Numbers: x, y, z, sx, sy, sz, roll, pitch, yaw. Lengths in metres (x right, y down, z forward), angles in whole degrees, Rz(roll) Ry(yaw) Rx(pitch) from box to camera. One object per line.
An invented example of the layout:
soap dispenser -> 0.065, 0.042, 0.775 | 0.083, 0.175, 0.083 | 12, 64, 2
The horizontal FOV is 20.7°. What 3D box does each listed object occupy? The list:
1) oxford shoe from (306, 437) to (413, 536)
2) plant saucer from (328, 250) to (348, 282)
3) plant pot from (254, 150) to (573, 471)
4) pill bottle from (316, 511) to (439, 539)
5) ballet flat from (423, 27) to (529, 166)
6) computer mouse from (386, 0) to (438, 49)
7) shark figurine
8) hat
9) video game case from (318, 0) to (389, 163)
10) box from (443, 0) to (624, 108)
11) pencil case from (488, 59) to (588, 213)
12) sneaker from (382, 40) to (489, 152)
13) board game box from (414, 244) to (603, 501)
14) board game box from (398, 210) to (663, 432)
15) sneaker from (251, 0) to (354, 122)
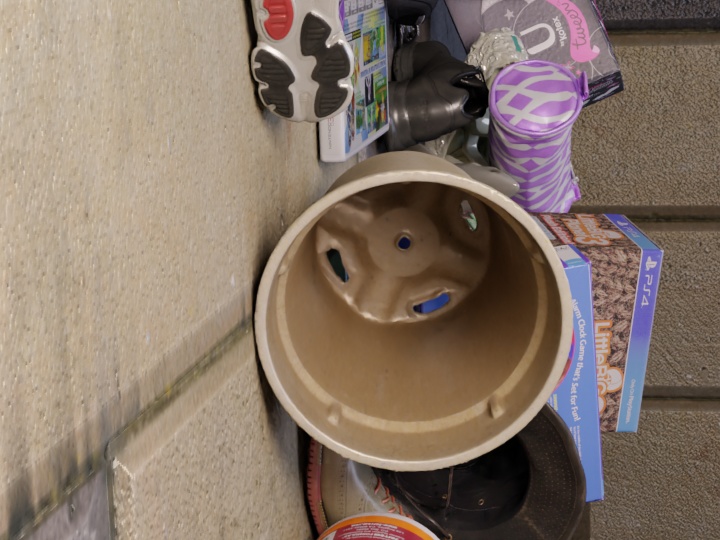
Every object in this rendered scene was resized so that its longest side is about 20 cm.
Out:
oxford shoe -> 0.005, 0.168, 1.413 | 0.070, 0.075, 0.200 | -66, 153, -61
plant saucer -> 0.000, 0.000, 1.542 | 0.200, 0.019, 0.070 | -50, 140, -73
plant pot -> 0.033, 0.005, 1.320 | 0.184, 0.200, 0.201 | -91, 178, -71
pill bottle -> -0.001, 0.248, 1.287 | 0.200, 0.113, 0.113 | -61, 150, -68
ballet flat -> 0.102, -0.124, 1.802 | 0.072, 0.072, 0.200 | -62, 172, -68
computer mouse -> 0.047, -0.270, 1.656 | 0.200, 0.046, 0.141 | 47, 44, -85
shark figurine -> 0.054, -0.024, 1.744 | 0.090, 0.128, 0.215 | -47, 161, -38
hat -> 0.079, 0.134, 1.442 | 0.081, 0.200, 0.201 | -34, 125, -59
video game case -> -0.006, -0.185, 1.497 | 0.200, 0.022, 0.183 | -47, 136, -76
box -> 0.157, -0.247, 1.890 | 0.115, 0.132, 0.200 | 17, 50, -79
pencil case -> 0.153, -0.105, 1.716 | 0.200, 0.085, 0.084 | 79, 9, -66
sneaker -> 0.071, -0.153, 1.712 | 0.200, 0.091, 0.076 | -71, 149, -64
board game box -> 0.113, 0.091, 1.519 | 0.045, 0.134, 0.201 | -125, -152, -67
board game box -> 0.126, 0.041, 1.591 | 0.097, 0.199, 0.160 | -124, -143, -67
sneaker -> -0.041, -0.192, 1.224 | 0.084, 0.080, 0.200 | -97, -170, -57
